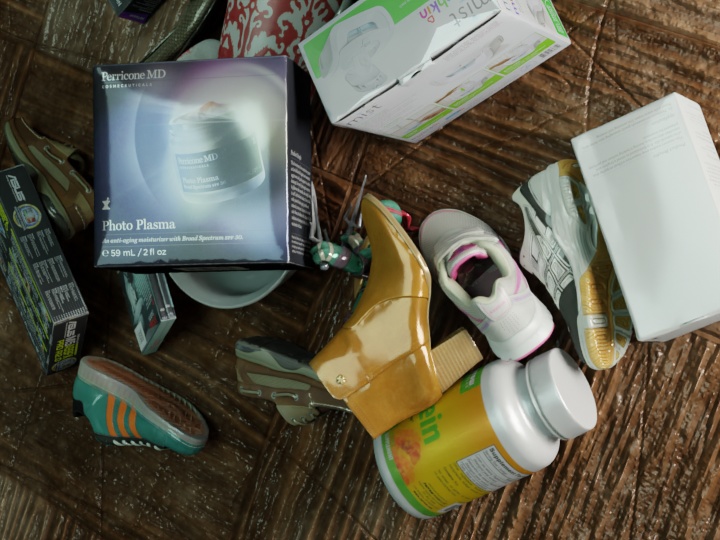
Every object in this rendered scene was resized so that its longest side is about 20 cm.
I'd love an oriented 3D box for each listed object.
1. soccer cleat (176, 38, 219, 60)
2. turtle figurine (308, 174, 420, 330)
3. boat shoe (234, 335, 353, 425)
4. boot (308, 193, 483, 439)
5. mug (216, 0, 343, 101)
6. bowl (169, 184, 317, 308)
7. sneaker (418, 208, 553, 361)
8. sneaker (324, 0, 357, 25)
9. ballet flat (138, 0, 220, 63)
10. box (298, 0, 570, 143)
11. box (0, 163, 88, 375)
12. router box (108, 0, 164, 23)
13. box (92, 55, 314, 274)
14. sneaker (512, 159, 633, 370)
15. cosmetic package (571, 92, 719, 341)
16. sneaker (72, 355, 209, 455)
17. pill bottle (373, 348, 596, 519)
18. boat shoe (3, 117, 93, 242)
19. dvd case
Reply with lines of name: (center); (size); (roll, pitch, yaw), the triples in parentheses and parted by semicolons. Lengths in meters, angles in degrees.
soccer cleat: (-0.199, -0.181, 1.487); (0.068, 0.085, 0.201); (38, 66, -4)
turtle figurine: (0.000, 0.000, 1.373); (0.100, 0.150, 0.202); (9, 88, 17)
boat shoe: (-0.054, 0.126, 1.442); (0.199, 0.075, 0.073); (18, 101, 39)
boot: (0.009, 0.045, 1.291); (0.143, 0.071, 0.202); (-32, 86, -1)
mug: (-0.084, -0.270, 1.461); (0.132, 0.178, 0.202); (14, 102, -8)
bowl: (-0.118, -0.060, 1.472); (0.199, 0.090, 0.203); (-2, 87, 31)
sneaker: (0.109, -0.006, 1.309); (0.081, 0.088, 0.200); (-39, 43, 1)
sneaker: (0.037, -0.296, 1.392); (0.074, 0.087, 0.201); (41, 107, 26)
ballet flat: (-0.218, -0.260, 1.551); (0.046, 0.067, 0.200); (38, 115, -7)
box: (0.073, -0.216, 1.316); (0.199, 0.176, 0.097); (-31, 74, 26)
box: (-0.380, 0.003, 1.598); (0.201, 0.044, 0.160); (62, 154, 17)
router box: (-0.268, -0.415, 1.594); (0.149, 0.051, 0.201); (-41, 69, 25)
box: (-0.153, -0.100, 1.344); (0.198, 0.123, 0.201); (-2, 86, 10)
sneaker: (0.199, 0.000, 1.305); (0.087, 0.075, 0.202); (-21, 73, 42)
cosmetic package: (0.281, -0.046, 1.244); (0.112, 0.081, 0.202); (-21, 79, 28)
sneaker: (-0.253, 0.172, 1.559); (0.199, 0.071, 0.081); (27, 106, 33)
pill bottle: (0.121, 0.152, 1.311); (0.199, 0.111, 0.112); (-29, 74, 26)
boat shoe: (-0.364, -0.115, 1.634); (0.073, 0.076, 0.200); (-26, 54, -15)
dvd case: (-0.255, -0.018, 1.542); (0.146, 0.022, 0.202); (133, 123, -64)
